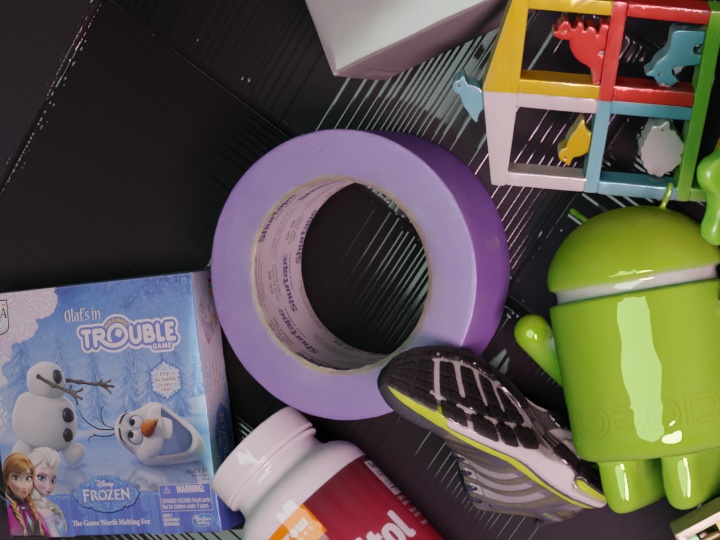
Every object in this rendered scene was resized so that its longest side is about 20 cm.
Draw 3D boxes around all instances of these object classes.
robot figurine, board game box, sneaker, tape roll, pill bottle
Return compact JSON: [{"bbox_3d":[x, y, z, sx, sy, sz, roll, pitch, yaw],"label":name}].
[{"bbox_3d":[0.184,0.050,0.885,0.175,0.115,0.201,-13,85,38],"label":"robot figurine"},{"bbox_3d":[-0.198,0.107,1.090,0.199,0.043,0.201,-6,91,23],"label":"board game box"},{"bbox_3d":[0.085,0.121,0.918,0.199,0.074,0.081,33,123,-24],"label":"sneaker"},{"bbox_3d":[0.000,0.000,0.978,0.199,0.085,0.202,2,95,21],"label":"tape roll"},{"bbox_3d":[-0.011,0.198,0.983,0.200,0.113,0.113,44,109,13],"label":"pill bottle"}]

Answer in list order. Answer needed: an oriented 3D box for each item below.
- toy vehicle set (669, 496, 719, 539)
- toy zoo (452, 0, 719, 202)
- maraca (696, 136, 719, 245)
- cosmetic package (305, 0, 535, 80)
[{"bbox_3d":[0.292,0.214,0.841,0.124,0.027,0.201,-30,94,7],"label":"toy vehicle set"},{"bbox_3d":[0.158,-0.111,0.877,0.198,0.021,0.132,6,119,1],"label":"toy zoo"},{"bbox_3d":[0.255,-0.059,0.811,0.107,0.199,0.138,16,91,42],"label":"maraca"},{"bbox_3d":[0.068,-0.203,0.920,0.199,0.107,0.091,-25,86,24],"label":"cosmetic package"}]
